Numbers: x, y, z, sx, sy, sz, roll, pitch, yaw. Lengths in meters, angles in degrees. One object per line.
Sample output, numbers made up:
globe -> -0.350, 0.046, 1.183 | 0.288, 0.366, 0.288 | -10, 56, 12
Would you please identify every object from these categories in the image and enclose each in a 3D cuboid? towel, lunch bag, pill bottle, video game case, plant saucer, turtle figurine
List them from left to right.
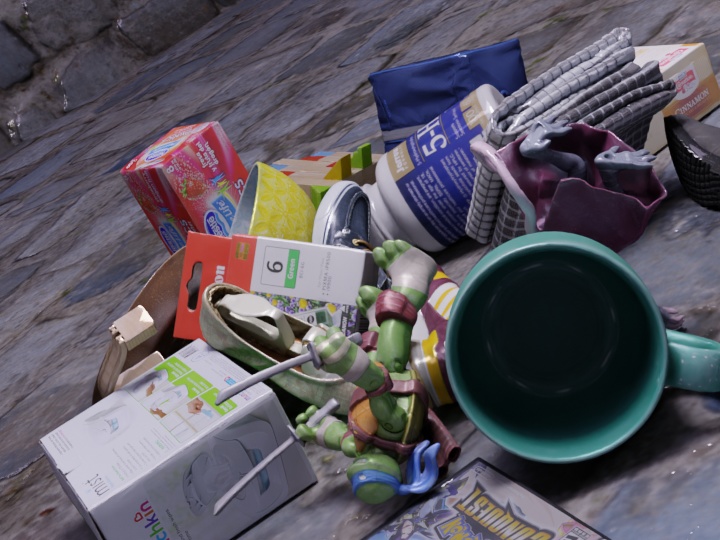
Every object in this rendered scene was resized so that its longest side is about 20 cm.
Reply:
plant saucer -> -0.199, 0.069, 1.355 | 0.201, 0.036, 0.201 | -58, -10, -16
turtle figurine -> -0.020, 0.073, 1.007 | 0.198, 0.145, 0.195 | -2, 46, 22
pill bottle -> 0.084, -0.091, 1.399 | 0.199, 0.120, 0.120 | -34, 17, 16
video game case -> 0.056, 0.206, 0.863 | 0.180, 0.026, 0.200 | -32, 21, -15
lunch bag -> 0.119, -0.195, 1.618 | 0.135, 0.134, 0.199 | -21, 12, -41
towel -> 0.199, -0.109, 1.263 | 0.199, 0.166, 0.086 | -32, 60, -24

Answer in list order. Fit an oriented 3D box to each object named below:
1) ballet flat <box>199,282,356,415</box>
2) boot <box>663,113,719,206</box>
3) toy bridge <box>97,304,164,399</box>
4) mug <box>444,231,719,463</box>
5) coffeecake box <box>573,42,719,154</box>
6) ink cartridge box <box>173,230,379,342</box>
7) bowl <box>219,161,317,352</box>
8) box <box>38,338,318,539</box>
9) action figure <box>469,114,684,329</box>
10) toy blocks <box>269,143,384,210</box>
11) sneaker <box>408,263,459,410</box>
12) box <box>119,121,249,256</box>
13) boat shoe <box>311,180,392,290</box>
ballet flat -> -0.058, 0.067, 1.158 | 0.198, 0.063, 0.068 | 21, 50, 19
boot -> 0.364, -0.107, 1.213 | 0.130, 0.070, 0.200 | -23, 31, -1
toy bridge -> -0.210, 0.104, 1.254 | 0.067, 0.201, 0.027 | -34, 66, -17
mug -> 0.149, 0.059, 0.958 | 0.152, 0.185, 0.114 | -50, 1, 9
coffeecake box -> 0.270, -0.181, 1.477 | 0.153, 0.074, 0.199 | -35, 22, -22
ink cartridge box -> -0.087, 0.025, 1.238 | 0.198, 0.110, 0.050 | 8, -1, 18
bowl -> -0.083, -0.001, 1.386 | 0.106, 0.202, 0.200 | 16, 17, -11
box -> -0.162, 0.158, 1.139 | 0.176, 0.097, 0.200 | -33, 21, -17
action figure -> 0.167, -0.012, 1.044 | 0.147, 0.202, 0.134 | -16, 46, -19
toy blocks -> -0.055, -0.099, 1.589 | 0.135, 0.101, 0.200 | 6, 20, 28
sneaker -> 0.088, 0.049, 1.155 | 0.089, 0.076, 0.201 | -16, 28, 8
box -> -0.169, -0.058, 1.522 | 0.095, 0.201, 0.099 | -43, 26, -30
boat shoe -> 0.000, 0.000, 1.308 | 0.090, 0.071, 0.202 | -5, 58, 31
